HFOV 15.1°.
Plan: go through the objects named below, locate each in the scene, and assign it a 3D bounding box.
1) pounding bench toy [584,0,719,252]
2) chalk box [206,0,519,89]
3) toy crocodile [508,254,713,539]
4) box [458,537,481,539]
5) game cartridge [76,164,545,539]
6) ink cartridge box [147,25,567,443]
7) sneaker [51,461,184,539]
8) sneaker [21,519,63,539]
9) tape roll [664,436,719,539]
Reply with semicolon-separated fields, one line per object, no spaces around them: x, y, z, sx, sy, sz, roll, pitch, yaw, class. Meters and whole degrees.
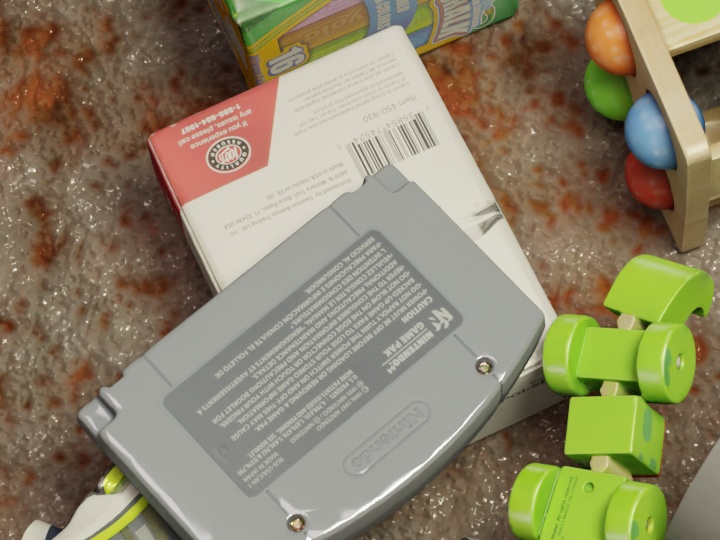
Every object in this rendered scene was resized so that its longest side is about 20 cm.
0.185;-0.136;1.390;0.156;0.124;0.200;-20;68;-3;pounding bench toy
0.010;-0.190;1.425;0.200;0.124;0.125;-24;69;-4;chalk box
0.119;0.084;1.279;0.067;0.062;0.200;3;68;32;toy crocodile
-0.004;0.238;1.274;0.200;0.049;0.160;-23;91;-5;box
-0.017;0.055;1.284;0.200;0.040;0.133;-39;68;-15;game cartridge
0.000;0.000;1.373;0.147;0.083;0.200;-24;69;-6;ink cartridge box
-0.117;0.160;1.250;0.081;0.074;0.200;29;46;8;sneaker
-0.140;0.219;1.310;0.080;0.076;0.200;10;71;-2;sneaker
0.227;0.073;1.264;0.066;0.200;0.200;37;76;16;tape roll
